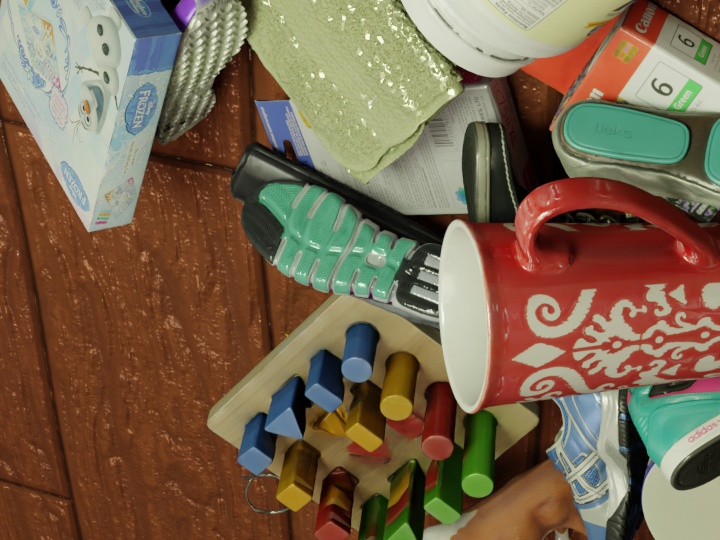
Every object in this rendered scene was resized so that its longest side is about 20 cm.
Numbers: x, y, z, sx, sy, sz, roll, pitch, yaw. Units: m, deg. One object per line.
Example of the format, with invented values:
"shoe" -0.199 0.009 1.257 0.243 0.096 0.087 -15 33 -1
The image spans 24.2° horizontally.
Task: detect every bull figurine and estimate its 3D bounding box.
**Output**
"bull figurine" 0.119 0.243 1.481 0.200 0.065 0.121 -31 118 6

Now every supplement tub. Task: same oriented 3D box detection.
"supplement tub" 0.128 -0.225 1.062 0.145 0.145 0.200 43 133 -13

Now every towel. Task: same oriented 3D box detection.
"towel" -0.018 -0.172 1.215 0.200 0.036 0.148 54 134 8

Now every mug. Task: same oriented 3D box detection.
"mug" 0.170 0.021 1.146 0.200 0.133 0.178 -3 166 -11

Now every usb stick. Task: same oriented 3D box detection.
"usb stick" -0.010 -0.038 1.322 0.200 0.033 0.055 27 129 0

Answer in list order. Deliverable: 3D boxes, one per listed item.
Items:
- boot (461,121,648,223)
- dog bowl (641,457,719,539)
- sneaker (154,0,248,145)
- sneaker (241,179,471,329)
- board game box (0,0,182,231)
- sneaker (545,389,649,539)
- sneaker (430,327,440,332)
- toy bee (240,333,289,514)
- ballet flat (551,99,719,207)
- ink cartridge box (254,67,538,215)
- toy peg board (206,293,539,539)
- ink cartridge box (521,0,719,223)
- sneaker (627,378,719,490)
"boot" 0.158 -0.035 1.241 0.154 0.073 0.204 -10 128 4
"dog bowl" 0.331 0.176 1.356 0.200 0.079 0.200 14 132 16
"sneaker" -0.152 -0.176 1.277 0.100 0.070 0.200 52 153 7
"sneaker" 0.000 0.000 1.285 0.200 0.074 0.088 26 166 19
"board game box" -0.214 -0.169 1.279 0.200 0.043 0.199 56 143 29
"sneaker" 0.202 0.163 1.422 0.077 0.076 0.200 11 123 26
"sneaker" 0.141 0.057 1.367 0.200 0.076 0.088 15 145 23
"toy bee" -0.029 0.106 1.476 0.200 0.109 0.131 -28 105 14
"ballet flat" 0.230 -0.074 1.143 0.200 0.067 0.064 12 159 17
"ink cartridge box" 0.027 -0.098 1.298 0.200 0.042 0.119 -2 129 25
"toy peg board" 0.006 0.142 1.356 0.199 0.098 0.200 37 120 -18
"ink cartridge box" 0.191 -0.128 1.182 0.200 0.050 0.109 31 135 -1
"sneaker" 0.282 0.074 1.271 0.121 0.200 0.084 52 159 35
